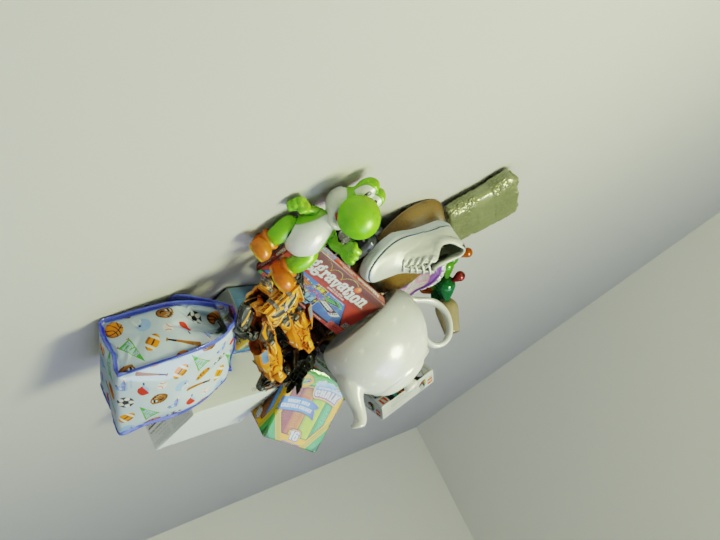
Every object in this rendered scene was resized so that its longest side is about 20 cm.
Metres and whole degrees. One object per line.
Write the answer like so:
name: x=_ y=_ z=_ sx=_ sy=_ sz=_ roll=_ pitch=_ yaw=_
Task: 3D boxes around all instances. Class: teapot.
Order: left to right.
teapot: x=0.046 y=0.136 z=1.665 sx=0.199 sy=0.146 sz=0.198 roll=-39 pitch=-174 yaw=20

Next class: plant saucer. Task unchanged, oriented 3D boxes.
plant saucer: x=0.080 y=-0.030 z=1.692 sx=0.199 sy=0.035 sz=0.201 roll=-37 pitch=154 yaw=-21

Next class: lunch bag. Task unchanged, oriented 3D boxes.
lunch bag: x=-0.281 y=0.129 z=1.477 sx=0.197 sy=0.125 sz=0.171 roll=-16 pitch=148 yaw=-23

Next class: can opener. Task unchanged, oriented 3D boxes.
can opener: x=-0.051 y=-0.012 z=1.575 sx=0.199 sy=0.064 sz=0.078 roll=-34 pitch=150 yaw=21

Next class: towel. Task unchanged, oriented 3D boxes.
towel: x=0.216 y=-0.112 z=1.783 sx=0.147 sy=0.037 sz=0.200 roll=-29 pitch=165 yaw=3

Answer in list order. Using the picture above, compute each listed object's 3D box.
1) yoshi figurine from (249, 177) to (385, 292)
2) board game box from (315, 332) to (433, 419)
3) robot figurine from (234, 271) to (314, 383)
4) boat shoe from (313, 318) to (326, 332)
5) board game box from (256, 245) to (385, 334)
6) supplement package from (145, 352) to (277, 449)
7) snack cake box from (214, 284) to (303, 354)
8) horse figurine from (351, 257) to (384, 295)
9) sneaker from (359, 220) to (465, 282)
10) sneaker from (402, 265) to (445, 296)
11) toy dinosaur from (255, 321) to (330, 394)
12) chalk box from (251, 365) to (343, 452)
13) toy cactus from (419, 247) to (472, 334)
yoshi figurine: x=-0.050 y=-0.055 z=1.377 sx=0.199 sy=0.113 sz=0.112 roll=-33 pitch=157 yaw=6
board game box: x=0.017 y=0.168 z=1.768 sx=0.126 sy=0.199 sz=0.035 roll=-32 pitch=138 yaw=-30
robot figurine: x=-0.123 y=0.077 z=1.504 sx=0.145 sy=0.058 sz=0.201 roll=-46 pitch=153 yaw=-25
boat shoe: x=-0.055 y=0.081 z=1.849 sx=0.198 sy=0.076 sz=0.074 roll=-28 pitch=168 yaw=0
board game box: x=-0.059 y=0.023 z=1.552 sx=0.102 sy=0.020 sz=0.200 roll=-32 pitch=131 yaw=21
supplement package: x=-0.283 y=0.224 z=1.827 sx=0.198 sy=0.112 sz=0.156 roll=-13 pitch=158 yaw=-46
snack cake box: x=-0.174 y=0.079 z=1.644 sx=0.115 sy=0.068 sz=0.199 roll=-37 pitch=163 yaw=31
horse figurine: x=0.000 y=0.000 z=1.720 sx=0.133 sy=0.050 sz=0.199 roll=-46 pitch=153 yaw=25
sneaker: x=0.088 y=-0.025 z=1.588 sx=0.198 sy=0.071 sz=0.074 roll=-26 pitch=140 yaw=-33
sneaker: x=0.083 y=0.011 z=1.852 sx=0.088 sy=0.081 sz=0.200 roll=-17 pitch=161 yaw=-38
toy dinosaur: x=-0.110 y=0.133 z=1.682 sx=0.202 sy=0.101 sz=0.136 roll=-64 pitch=170 yaw=14
chalk box: x=-0.107 y=0.216 z=1.888 sx=0.124 sy=0.124 sz=0.202 roll=21 pitch=102 yaw=-27
toy cactus: x=0.166 y=0.039 z=1.927 sx=0.101 sy=0.168 sz=0.200 roll=-8 pitch=167 yaw=-17
